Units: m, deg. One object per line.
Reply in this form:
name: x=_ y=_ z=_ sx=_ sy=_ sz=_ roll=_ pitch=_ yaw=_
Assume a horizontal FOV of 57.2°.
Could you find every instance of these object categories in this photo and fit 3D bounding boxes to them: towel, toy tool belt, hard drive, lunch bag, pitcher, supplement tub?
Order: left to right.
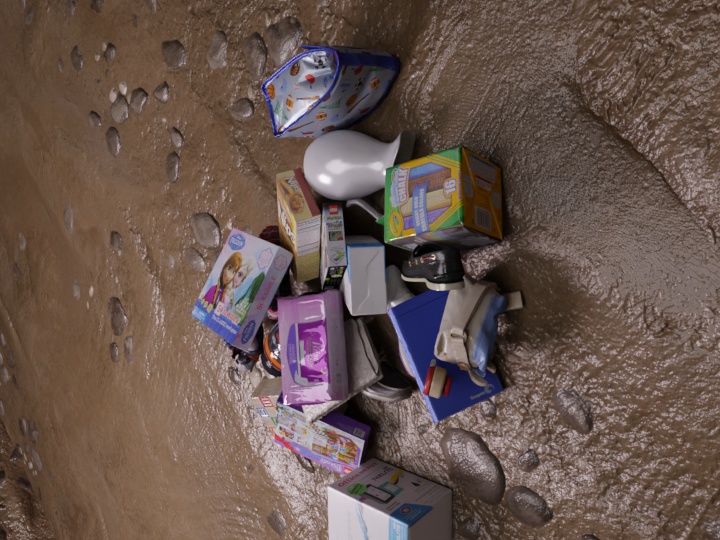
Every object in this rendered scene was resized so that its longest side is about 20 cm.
supplement tub: x=-0.133 y=0.142 z=1.370 sx=0.108 sy=0.105 sz=0.200 roll=56 pitch=130 yaw=17
lunch bag: x=-0.049 y=-0.323 z=1.151 sx=0.197 sy=0.168 sz=0.127 roll=-22 pitch=85 yaw=44
towel: x=-0.051 y=0.189 z=1.258 sx=0.198 sy=0.034 sz=0.135 roll=-38 pitch=58 yaw=24
pitcher: x=0.002 y=-0.162 z=1.181 sx=0.195 sy=0.121 sz=0.177 roll=5 pitch=109 yaw=29
hard drive: x=0.143 y=0.134 z=1.117 sx=0.129 sy=0.025 sz=0.205 roll=-23 pitch=81 yaw=-1
toy tool belt: x=0.181 y=0.114 z=1.042 sx=0.119 sy=0.125 sz=0.206 roll=16 pitch=77 yaw=9

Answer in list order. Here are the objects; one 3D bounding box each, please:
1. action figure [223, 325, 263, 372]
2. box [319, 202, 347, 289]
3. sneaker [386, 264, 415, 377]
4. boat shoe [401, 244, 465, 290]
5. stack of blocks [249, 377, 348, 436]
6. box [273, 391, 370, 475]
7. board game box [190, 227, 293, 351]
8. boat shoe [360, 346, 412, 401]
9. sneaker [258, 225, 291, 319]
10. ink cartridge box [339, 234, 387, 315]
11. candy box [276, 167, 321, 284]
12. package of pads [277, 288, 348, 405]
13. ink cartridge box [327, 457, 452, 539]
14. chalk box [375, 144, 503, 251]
action figure: x=-0.235 y=0.121 z=1.407 sx=0.200 sy=0.101 sz=0.200 roll=171 pitch=107 yaw=-85
box: x=-0.054 y=-0.039 z=1.212 sx=0.200 sy=0.034 sz=0.114 roll=118 pitch=148 yaw=-76
sneaker: x=0.101 y=0.082 z=1.181 sx=0.097 sy=0.075 sz=0.205 roll=-22 pitch=81 yaw=19
boat shoe: x=0.112 y=-0.010 z=1.039 sx=0.201 sy=0.071 sz=0.065 roll=-164 pitch=67 yaw=-78
stack of blocks: x=-0.125 y=0.287 z=1.395 sx=0.196 sy=0.059 sz=0.117 roll=-11 pitch=118 yaw=34
box: x=-0.081 y=0.332 z=1.337 sx=0.195 sy=0.039 sz=0.140 roll=21 pitch=131 yaw=13
board game box: x=-0.238 y=0.030 z=1.301 sx=0.198 sy=0.041 sz=0.204 roll=19 pitch=82 yaw=50
boat shoe: x=0.017 y=0.186 z=1.264 sx=0.197 sy=0.074 sz=0.076 roll=20 pitch=113 yaw=37
sneaker: x=-0.184 y=0.001 z=1.377 sx=0.075 sy=0.078 sz=0.206 roll=123 pitch=151 yaw=-62
ink cartridge box: x=0.000 y=0.000 z=1.204 sx=0.200 sy=0.064 sz=0.120 roll=-127 pitch=33 yaw=-78
candy box: x=-0.119 y=-0.082 z=1.269 sx=0.202 sy=0.054 sz=0.117 roll=96 pitch=153 yaw=-56
package of pads: x=-0.086 y=0.142 z=1.216 sx=0.117 sy=0.075 sz=0.207 roll=-9 pitch=80 yaw=27
ink cartridge box: x=0.054 y=0.475 z=1.242 sx=0.196 sy=0.145 sz=0.151 roll=9 pitch=106 yaw=40
chalk box: x=0.115 y=-0.102 z=1.059 sx=0.196 sy=0.123 sz=0.128 roll=-9 pitch=75 yaw=42
